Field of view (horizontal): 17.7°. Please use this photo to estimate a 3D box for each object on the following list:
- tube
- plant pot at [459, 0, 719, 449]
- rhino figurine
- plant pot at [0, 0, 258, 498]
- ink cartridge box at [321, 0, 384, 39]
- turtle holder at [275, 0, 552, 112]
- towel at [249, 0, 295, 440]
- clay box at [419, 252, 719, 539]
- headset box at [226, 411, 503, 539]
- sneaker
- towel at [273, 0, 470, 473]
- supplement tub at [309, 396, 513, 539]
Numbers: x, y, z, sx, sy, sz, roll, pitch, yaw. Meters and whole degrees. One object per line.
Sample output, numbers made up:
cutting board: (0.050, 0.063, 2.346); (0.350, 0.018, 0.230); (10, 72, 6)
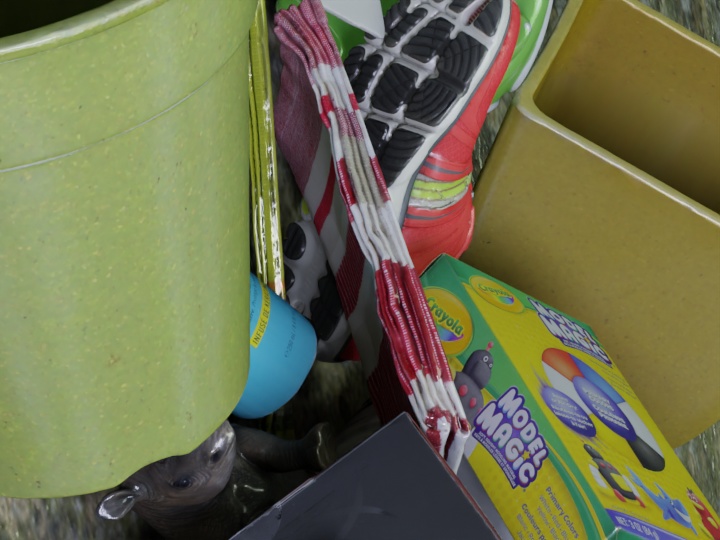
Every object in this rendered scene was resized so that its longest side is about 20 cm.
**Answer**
tube: (-0.097, -0.011, 0.920); (0.200, 0.050, 0.078); (41, 36, -37)
plant pot: (0.145, -0.007, 1.298); (0.200, 0.194, 0.196); (-61, 179, 31)
rhino figurine: (-0.050, 0.092, 0.949); (0.200, 0.087, 0.060); (39, 49, -60)
plant pot: (-0.111, -0.034, 0.761); (0.200, 0.199, 0.190); (-68, 156, -52)
ink cartridge box: (-0.055, -0.202, 1.063); (0.116, 0.067, 0.201); (17, 61, -66)
turtle holder: (0.036, -0.125, 1.184); (0.132, 0.141, 0.186); (49, 24, -80)
towel: (-0.046, -0.025, 1.035); (0.086, 0.018, 0.201); (-137, -136, -82)
clay box: (0.087, 0.070, 1.026); (0.115, 0.048, 0.200); (25, 26, -44)
headset box: (-0.002, 0.150, 0.909); (0.077, 0.149, 0.200); (53, -2, 27)
sneaker: (0.026, -0.047, 1.108); (0.085, 0.077, 0.200); (12, 111, -44)
towel: (0.000, 0.000, 0.993); (0.144, 0.023, 0.200); (96, -24, -70)
supplement tub: (0.055, 0.098, 1.158); (0.200, 0.122, 0.123); (-43, 121, -65)
